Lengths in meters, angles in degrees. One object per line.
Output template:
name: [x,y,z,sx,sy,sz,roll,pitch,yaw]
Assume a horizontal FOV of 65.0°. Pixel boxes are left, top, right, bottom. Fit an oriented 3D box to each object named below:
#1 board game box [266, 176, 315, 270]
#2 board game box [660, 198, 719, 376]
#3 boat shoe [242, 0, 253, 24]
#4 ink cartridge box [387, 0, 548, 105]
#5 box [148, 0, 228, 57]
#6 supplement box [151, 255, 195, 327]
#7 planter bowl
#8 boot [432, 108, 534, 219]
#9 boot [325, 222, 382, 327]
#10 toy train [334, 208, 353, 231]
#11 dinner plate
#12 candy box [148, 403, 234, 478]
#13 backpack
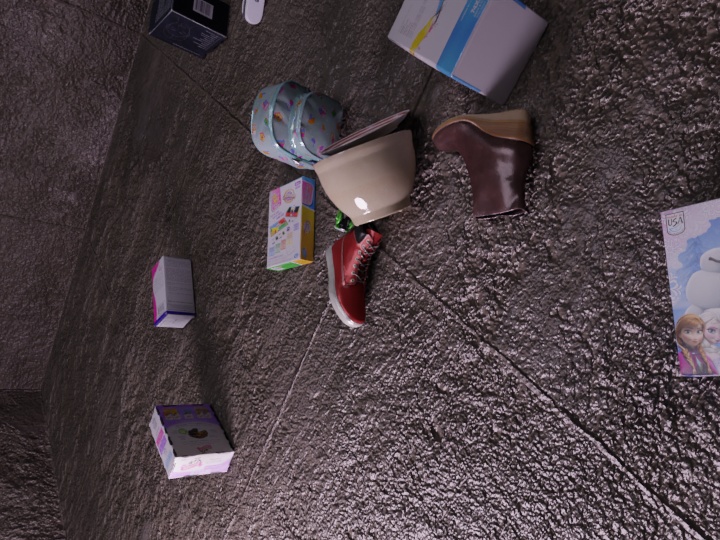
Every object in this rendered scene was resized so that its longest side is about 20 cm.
board game box: [-0.172,-0.112,1.390,0.151,0.040,0.205,-11,74,48]
board game box: [0.452,0.011,0.625,0.198,0.043,0.204,-15,70,48]
boat shoe: [-0.309,-0.842,1.681,0.068,0.071,0.204,37,118,45]
ink cartridge box: [0.175,-0.406,0.957,0.200,0.145,0.148,49,119,42]
box: [-0.570,-0.834,1.882,0.194,0.197,0.127,-8,74,47]
supplement box: [-0.603,0.069,1.817,0.101,0.102,0.204,-34,59,41]
planter bowl: [0.023,-0.168,1.078,0.198,0.198,0.138,-11,102,48]
boot: [0.193,-0.172,0.944,0.197,0.071,0.171,1,81,46]
boot: [0.000,0.000,1.145,0.144,0.071,0.204,-38,52,37]
toy train: [-0.019,-0.175,1.192,0.056,0.041,0.204,-16,57,66]
dinner plate: [0.010,-0.267,1.119,0.198,0.199,0.025,-10,112,48]
candy box: [-0.455,0.451,1.514,0.200,0.165,0.073,43,114,45]
backpack: [-0.142,-0.328,1.275,0.152,0.197,0.180,11,90,49]
